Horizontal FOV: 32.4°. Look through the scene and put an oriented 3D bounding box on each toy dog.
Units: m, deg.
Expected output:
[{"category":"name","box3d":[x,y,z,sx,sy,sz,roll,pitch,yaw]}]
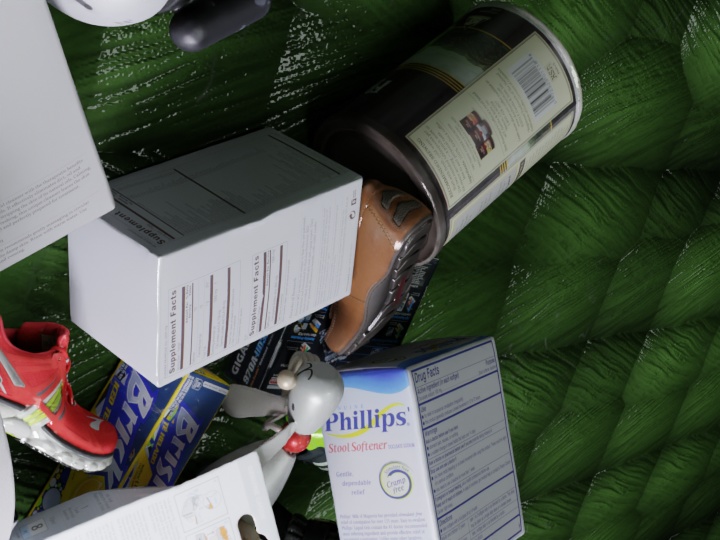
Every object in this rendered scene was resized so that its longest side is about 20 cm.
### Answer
[{"category":"toy dog","box3d":[-0.100,0.150,1.022,0.096,0.132,0.202,22,94,-23]}]

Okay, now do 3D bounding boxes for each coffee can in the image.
[{"category":"coffee can","box3d":[0.077,-0.121,1.076,0.200,0.146,0.147,-40,142,-28]}]

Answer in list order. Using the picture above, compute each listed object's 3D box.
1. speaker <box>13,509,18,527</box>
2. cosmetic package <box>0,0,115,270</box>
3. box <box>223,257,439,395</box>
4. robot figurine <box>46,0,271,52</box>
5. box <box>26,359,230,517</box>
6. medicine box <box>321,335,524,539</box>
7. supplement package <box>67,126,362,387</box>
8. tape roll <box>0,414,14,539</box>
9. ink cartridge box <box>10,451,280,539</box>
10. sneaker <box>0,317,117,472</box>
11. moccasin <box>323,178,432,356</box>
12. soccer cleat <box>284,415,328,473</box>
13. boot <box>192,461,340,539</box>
[{"category":"speaker","box3d":[-0.328,0.240,0.869,0.201,0.081,0.081,-58,147,-4]},{"category":"cosmetic package","box3d":[-0.227,-0.105,0.723,0.107,0.085,0.201,-30,137,-21]},{"category":"box","box3d":[-0.022,0.041,1.159,0.199,0.046,0.160,9,108,-55]},{"category":"robot figurine","box3d":[-0.120,-0.225,0.743,0.200,0.149,0.126,-42,157,-41]},{"category":"box","box3d":[-0.192,0.157,0.997,0.201,0.070,0.064,-60,147,-1]},{"category":"medicine box","box3d":[0.059,0.174,1.141,0.182,0.102,0.203,-12,92,-59]},{"category":"supplement package","box3d":[-0.109,-0.017,0.937,0.199,0.113,0.111,-24,133,-40]},{"category":"tape roll","box3d":[-0.303,0.099,0.684,0.138,0.202,0.205,-23,132,-43]},{"category":"ink cartridge box","box3d":[-0.160,0.236,0.959,0.198,0.047,0.162,-21,114,-20]},{"category":"sneaker","box3d":[-0.228,0.082,0.890,0.085,0.076,0.200,-59,146,-12]},{"category":"moccasin","box3d":[-0.001,0.001,1.040,0.074,0.078,0.202,-43,163,-29]},{"category":"soccer cleat","box3d":[-0.032,0.170,1.236,0.200,0.080,0.068,77,10,-68]},{"category":"boot","box3d":[-0.065,0.254,1.156,0.080,0.156,0.211,-64,150,-14]}]
